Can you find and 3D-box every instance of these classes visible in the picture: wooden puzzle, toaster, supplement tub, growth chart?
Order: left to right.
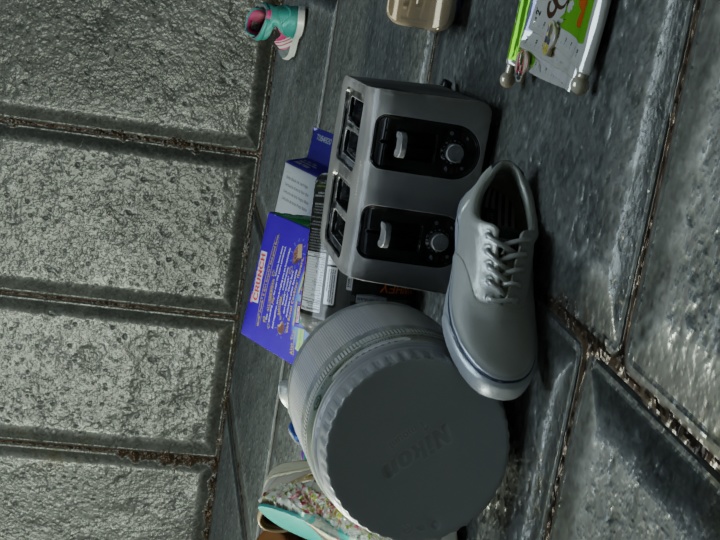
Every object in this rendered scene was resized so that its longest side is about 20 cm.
[{"bbox_3d":[0.000,0.000,1.315,0.123,0.122,0.202,-158,74,-79],"label":"supplement tub"},{"bbox_3d":[0.040,-0.092,1.164,0.200,0.118,0.182,-125,44,-72],"label":"toaster"},{"bbox_3d":[0.085,-0.351,1.302,0.200,0.046,0.187,-135,52,-71],"label":"wooden puzzle"},{"bbox_3d":[0.152,-0.204,0.920,0.200,0.018,0.146,-130,48,-74],"label":"growth chart"}]

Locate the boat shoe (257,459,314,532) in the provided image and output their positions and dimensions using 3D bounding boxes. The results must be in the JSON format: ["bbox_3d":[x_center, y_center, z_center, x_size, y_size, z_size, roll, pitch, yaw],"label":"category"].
[{"bbox_3d":[-0.018,0.217,1.183,0.199,0.074,0.069,-22,25,34],"label":"boat shoe"}]

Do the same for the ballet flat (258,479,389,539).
[{"bbox_3d":[-0.015,0.222,1.096,0.199,0.076,0.064,10,57,51],"label":"ballet flat"}]

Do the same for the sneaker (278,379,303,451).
[{"bbox_3d":[-0.008,0.122,1.195,0.081,0.145,0.201,-77,1,-46],"label":"sneaker"}]

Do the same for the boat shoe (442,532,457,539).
[{"bbox_3d":[0.037,0.278,1.103,0.200,0.063,0.071,114,159,-55],"label":"boat shoe"}]

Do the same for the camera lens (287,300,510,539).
[{"bbox_3d":[0.027,0.118,1.001,0.200,0.159,0.161,-136,54,-77],"label":"camera lens"}]

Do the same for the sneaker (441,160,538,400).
[{"bbox_3d":[0.100,0.000,0.919,0.071,0.072,0.201,105,167,-50],"label":"sneaker"}]

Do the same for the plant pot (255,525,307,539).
[{"bbox_3d":[-0.054,0.341,1.264,0.141,0.199,0.200,-64,15,12],"label":"plant pot"}]

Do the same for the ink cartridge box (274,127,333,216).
[{"bbox_3d":[-0.054,-0.083,1.650,0.199,0.040,0.201,28,107,56],"label":"ink cartridge box"}]

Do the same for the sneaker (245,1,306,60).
[{"bbox_3d":[-0.189,-0.513,2.613,0.200,0.120,0.084,128,147,-70],"label":"sneaker"}]

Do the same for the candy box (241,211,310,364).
[{"bbox_3d":[-0.060,0.028,1.530,0.200,0.077,0.170,24,103,54],"label":"candy box"}]

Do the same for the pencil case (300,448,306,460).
[{"bbox_3d":[-0.039,0.216,1.488,0.093,0.085,0.201,-53,27,36],"label":"pencil case"}]
